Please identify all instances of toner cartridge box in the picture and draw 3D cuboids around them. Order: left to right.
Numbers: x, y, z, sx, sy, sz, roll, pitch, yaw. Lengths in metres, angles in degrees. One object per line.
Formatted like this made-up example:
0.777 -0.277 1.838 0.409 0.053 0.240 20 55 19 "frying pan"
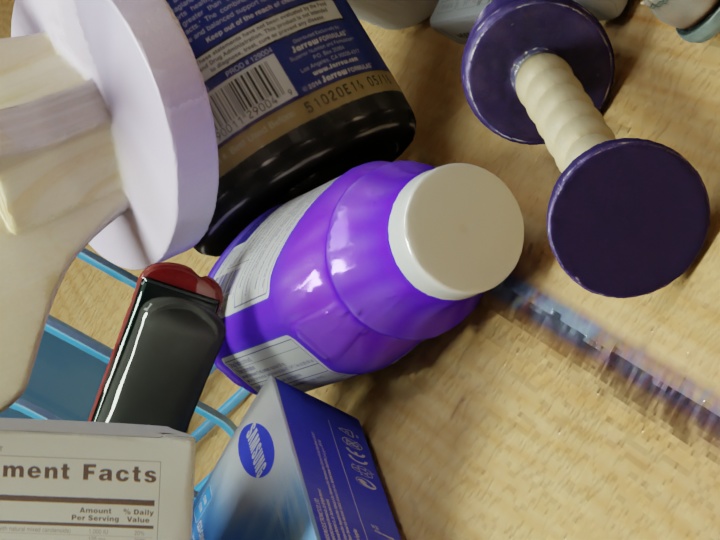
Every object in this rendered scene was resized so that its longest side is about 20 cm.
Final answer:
-0.028 0.119 0.959 0.095 0.043 0.200 -59 16 12 "toner cartridge box"

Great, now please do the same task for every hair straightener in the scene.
-0.103 0.097 1.033 0.200 0.041 0.077 -63 14 15 "hair straightener"

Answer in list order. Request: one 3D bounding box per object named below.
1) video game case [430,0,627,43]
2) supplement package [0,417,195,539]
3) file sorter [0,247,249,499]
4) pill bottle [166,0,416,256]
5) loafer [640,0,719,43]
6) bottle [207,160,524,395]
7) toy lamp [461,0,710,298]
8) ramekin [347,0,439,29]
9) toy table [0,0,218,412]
0.106 -0.187 1.078 0.200 0.023 0.182 -63 15 -6 "video game case"
-0.119 0.152 0.925 0.110 0.114 0.200 170 104 -80 "supplement package"
-0.128 0.074 1.185 0.123 0.139 0.200 -43 25 41 "file sorter"
-0.071 -0.116 1.140 0.112 0.200 0.112 -30 -9 -5 "pill bottle"
0.124 -0.173 0.918 0.072 0.063 0.200 -32 34 61 "loafer"
0.000 0.000 1.019 0.084 0.065 0.200 -53 12 -21 "bottle"
0.071 -0.052 0.906 0.058 0.058 0.200 -59 18 14 "toy lamp"
0.020 -0.211 1.250 0.201 0.098 0.201 -55 18 27 "ramekin"
-0.143 -0.047 1.069 0.117 0.184 0.200 -25 -15 -19 "toy table"
